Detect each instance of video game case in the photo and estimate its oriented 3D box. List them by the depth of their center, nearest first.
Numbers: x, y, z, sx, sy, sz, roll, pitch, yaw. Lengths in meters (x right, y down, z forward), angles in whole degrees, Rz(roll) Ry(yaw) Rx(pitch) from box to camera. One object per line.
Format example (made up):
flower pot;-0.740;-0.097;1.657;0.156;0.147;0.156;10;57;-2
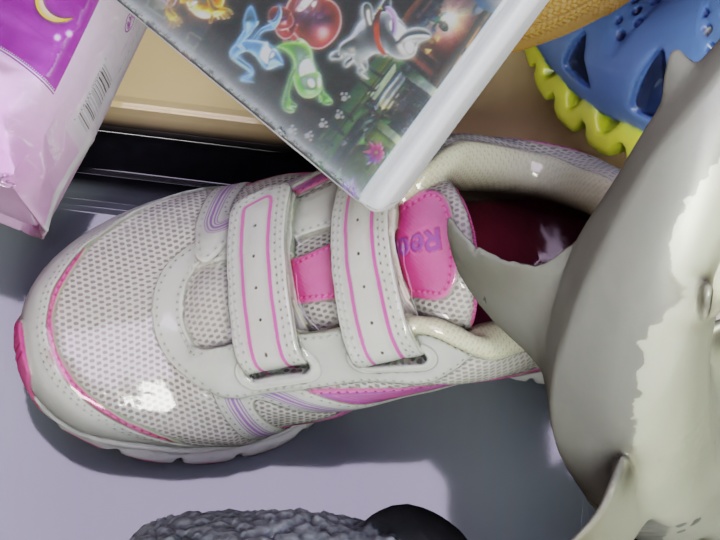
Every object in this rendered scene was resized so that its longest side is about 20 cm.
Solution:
video game case;-0.005;-0.148;0.711;0.182;0.023;0.200;40;107;9

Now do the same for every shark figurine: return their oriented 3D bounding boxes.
shark figurine;0.066;-0.011;0.689;0.089;0.215;0.128;30;36;29

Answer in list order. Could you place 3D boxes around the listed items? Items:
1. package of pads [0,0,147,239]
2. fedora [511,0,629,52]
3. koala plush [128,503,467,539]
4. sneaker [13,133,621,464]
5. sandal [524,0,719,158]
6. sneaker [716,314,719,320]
package of pads;-0.105;-0.120;0.798;0.120;0.076;0.201;23;76;3
fedora;0.032;-0.160;0.756;0.199;0.082;0.202;3;100;15
koala plush;0.004;0.135;0.702;0.200;0.177;0.184;34;100;1
sneaker;0.000;0.000;0.771;0.199;0.088;0.082;-12;78;-7
sandal;0.126;-0.059;0.764;0.200;0.087;0.079;29;45;35
sneaker;0.192;0.011;0.803;0.199;0.081;0.084;7;55;-6
